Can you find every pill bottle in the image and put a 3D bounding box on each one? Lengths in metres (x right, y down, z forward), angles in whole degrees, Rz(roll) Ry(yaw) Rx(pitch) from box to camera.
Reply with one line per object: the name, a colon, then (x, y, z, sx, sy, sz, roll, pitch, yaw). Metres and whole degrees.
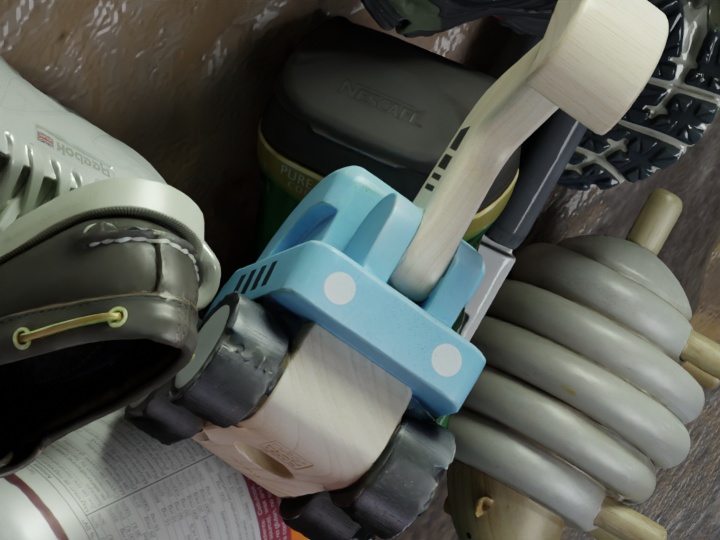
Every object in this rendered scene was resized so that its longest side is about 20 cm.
pill bottle: (-0.118, 0.114, 1.120, 0.200, 0.109, 0.110, -24, 139, -41)

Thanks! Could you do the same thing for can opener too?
can opener: (0.057, -0.027, 1.255, 0.053, 0.067, 0.201, 24, 109, -14)

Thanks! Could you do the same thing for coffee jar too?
coffee jar: (0.000, 0.000, 1.176, 0.085, 0.104, 0.201, -47, 156, -53)

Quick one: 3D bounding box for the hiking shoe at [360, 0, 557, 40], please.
hiking shoe: (0.086, -0.139, 1.151, 0.100, 0.076, 0.200, -26, 174, 43)

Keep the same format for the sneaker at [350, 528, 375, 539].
sneaker: (-0.078, 0.146, 1.230, 0.200, 0.087, 0.076, -38, 147, -26)

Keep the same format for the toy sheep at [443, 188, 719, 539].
toy sheep: (0.104, 0.054, 1.359, 0.201, 0.137, 0.138, -62, 152, -10)

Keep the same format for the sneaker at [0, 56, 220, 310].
sneaker: (-0.122, -0.033, 0.996, 0.077, 0.080, 0.200, -57, 149, 9)

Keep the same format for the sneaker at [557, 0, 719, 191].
sneaker: (0.148, -0.120, 1.297, 0.200, 0.078, 0.086, -49, -174, 20)

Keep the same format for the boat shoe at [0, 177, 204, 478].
boat shoe: (-0.134, 0.039, 0.982, 0.201, 0.061, 0.072, -32, 138, 31)

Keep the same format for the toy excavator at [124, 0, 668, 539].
toy excavator: (0.018, -0.011, 1.060, 0.201, 0.100, 0.194, -61, -166, -17)
